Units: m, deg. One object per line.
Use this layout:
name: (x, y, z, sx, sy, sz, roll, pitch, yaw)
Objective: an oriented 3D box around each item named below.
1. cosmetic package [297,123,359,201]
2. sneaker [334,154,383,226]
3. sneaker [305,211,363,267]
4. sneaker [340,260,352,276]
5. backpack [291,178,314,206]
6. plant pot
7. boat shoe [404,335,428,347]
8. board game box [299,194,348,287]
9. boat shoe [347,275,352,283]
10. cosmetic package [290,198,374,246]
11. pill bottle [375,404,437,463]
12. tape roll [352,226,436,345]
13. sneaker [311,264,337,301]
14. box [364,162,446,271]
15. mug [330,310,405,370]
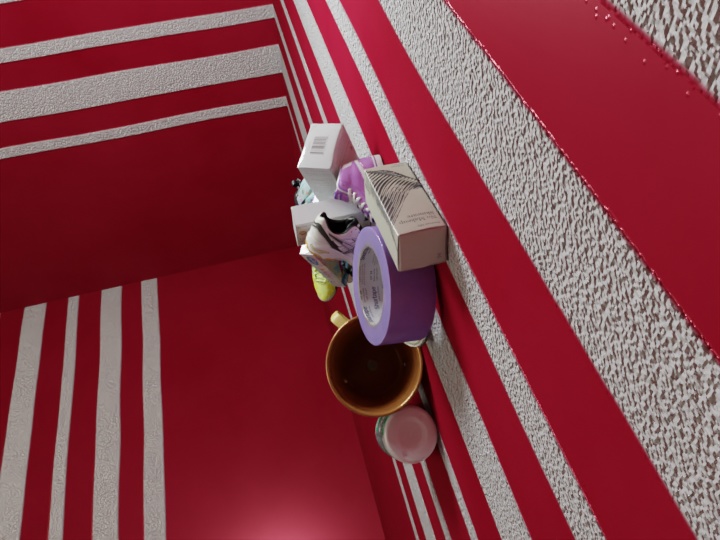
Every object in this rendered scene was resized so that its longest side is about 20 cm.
cosmetic package: (-0.053, -0.207, 1.277, 0.200, 0.079, 0.115, 53, -132, -59)
sneaker: (0.009, -0.126, 1.166, 0.073, 0.112, 0.204, 96, 159, -61)
sneaker: (-0.006, -0.057, 1.171, 0.076, 0.196, 0.089, -106, 33, -55)
sneaker: (0.000, 0.000, 1.353, 0.074, 0.080, 0.203, 89, 163, -57)
backpack: (-0.082, -0.212, 1.572, 0.200, 0.163, 0.130, 142, 122, -64)
plant pot: (0.027, 0.199, 1.246, 0.140, 0.195, 0.205, 94, 163, -79)
boat shoe: (0.088, 0.076, 1.157, 0.073, 0.061, 0.201, -54, 40, 17)
board game box: (-0.065, -0.091, 1.429, 0.200, 0.040, 0.205, 46, -128, -60)
boat shoe: (-0.081, -0.048, 1.567, 0.202, 0.064, 0.074, 61, 146, 29)
cosmetic package: (-0.042, -0.109, 1.240, 0.083, 0.195, 0.052, 90, 165, -59)
pill bottle: (0.091, 0.348, 1.280, 0.200, 0.110, 0.116, 115, 142, -75)
tape roll: (0.054, 0.024, 1.034, 0.199, 0.083, 0.205, 176, 90, -72)
sneaker: (-0.101, -0.020, 1.499, 0.076, 0.074, 0.205, -25, -65, -63)
box: (0.066, -0.090, 0.935, 0.201, 0.080, 0.070, -114, 15, -50)
mug: (0.026, 0.166, 1.402, 0.153, 0.146, 0.191, -86, -23, -89)
